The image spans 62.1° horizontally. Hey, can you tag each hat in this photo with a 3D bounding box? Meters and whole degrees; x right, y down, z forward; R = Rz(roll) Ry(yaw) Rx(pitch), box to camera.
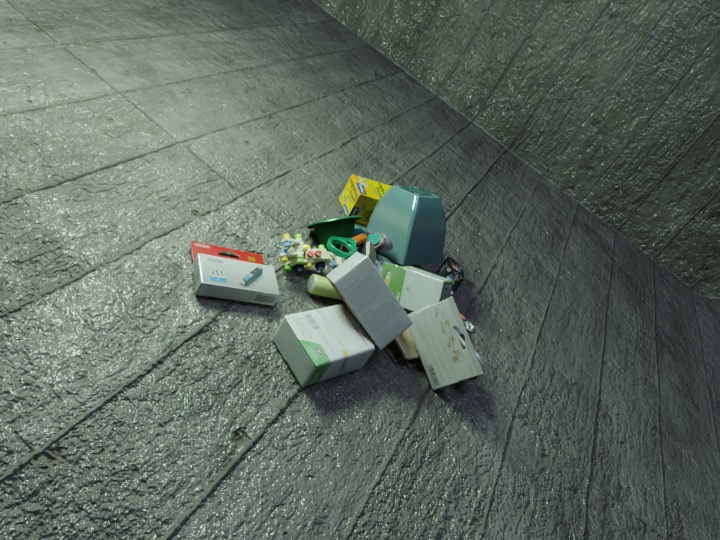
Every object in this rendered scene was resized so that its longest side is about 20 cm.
[{"bbox_3d":[-0.066,-0.056,1.736,0.198,0.163,0.181,-11,90,-53],"label":"hat"}]

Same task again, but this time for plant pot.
[{"bbox_3d":[0.151,-0.149,1.844,0.193,0.205,0.194,-4,25,-43],"label":"plant pot"}]

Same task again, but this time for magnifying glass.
[{"bbox_3d":[-0.029,-0.071,1.605,0.079,0.023,0.199,33,25,13],"label":"magnifying glass"}]

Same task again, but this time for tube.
[{"bbox_3d":[-0.046,0.058,1.599,0.196,0.052,0.059,15,39,-28],"label":"tube"}]

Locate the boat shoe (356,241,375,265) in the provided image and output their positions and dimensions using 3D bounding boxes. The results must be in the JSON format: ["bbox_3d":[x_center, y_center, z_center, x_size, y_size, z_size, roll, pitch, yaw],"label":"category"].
[{"bbox_3d":[0.000,0.000,1.636,0.203,0.061,0.074,-79,151,-49],"label":"boat shoe"}]

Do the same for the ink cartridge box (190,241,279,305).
[{"bbox_3d":[-0.305,-0.006,1.446,0.196,0.045,0.179,11,41,-32],"label":"ink cartridge box"}]

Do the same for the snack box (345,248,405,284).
[{"bbox_3d":[0.050,0.015,1.737,0.196,0.054,0.144,18,34,-21],"label":"snack box"}]

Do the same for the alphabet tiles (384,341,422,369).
[{"bbox_3d":[0.123,0.185,1.630,0.198,0.006,0.167,-13,56,-49],"label":"alphabet tiles"}]

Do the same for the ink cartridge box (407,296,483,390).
[{"bbox_3d":[0.215,0.180,1.501,0.044,0.175,0.205,-16,82,-46],"label":"ink cartridge box"}]

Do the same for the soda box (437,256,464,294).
[{"bbox_3d":[0.282,0.013,1.882,0.070,0.064,0.200,36,13,2],"label":"soda box"}]

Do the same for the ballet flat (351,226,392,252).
[{"bbox_3d":[0.027,-0.083,1.787,0.071,0.070,0.198,41,-15,-32],"label":"ballet flat"}]

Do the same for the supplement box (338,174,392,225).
[{"bbox_3d":[0.044,-0.220,1.978,0.196,0.111,0.110,11,39,-30],"label":"supplement box"}]

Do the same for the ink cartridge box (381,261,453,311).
[{"bbox_3d":[0.147,0.051,1.629,0.197,0.107,0.059,19,13,34],"label":"ink cartridge box"}]

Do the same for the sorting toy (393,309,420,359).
[{"bbox_3d":[0.136,0.165,1.636,0.197,0.037,0.187,5,43,-44],"label":"sorting toy"}]

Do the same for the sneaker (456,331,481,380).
[{"bbox_3d":[0.236,0.205,1.565,0.198,0.076,0.088,38,22,-1],"label":"sneaker"}]

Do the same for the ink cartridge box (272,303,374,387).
[{"bbox_3d":[-0.083,0.170,1.393,0.197,0.088,0.146,-10,53,-46],"label":"ink cartridge box"}]

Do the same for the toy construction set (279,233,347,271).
[{"bbox_3d":[-0.126,-0.039,1.572,0.195,0.131,0.095,14,66,-18],"label":"toy construction set"}]

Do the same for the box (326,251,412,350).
[{"bbox_3d":[0.019,0.070,1.475,0.202,0.105,0.152,55,-4,-10],"label":"box"}]

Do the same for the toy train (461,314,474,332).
[{"bbox_3d":[0.267,0.108,1.809,0.200,0.056,0.149,45,35,16],"label":"toy train"}]

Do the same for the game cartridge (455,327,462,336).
[{"bbox_3d":[0.218,0.116,1.688,0.041,0.134,0.202,-27,70,-20],"label":"game cartridge"}]
